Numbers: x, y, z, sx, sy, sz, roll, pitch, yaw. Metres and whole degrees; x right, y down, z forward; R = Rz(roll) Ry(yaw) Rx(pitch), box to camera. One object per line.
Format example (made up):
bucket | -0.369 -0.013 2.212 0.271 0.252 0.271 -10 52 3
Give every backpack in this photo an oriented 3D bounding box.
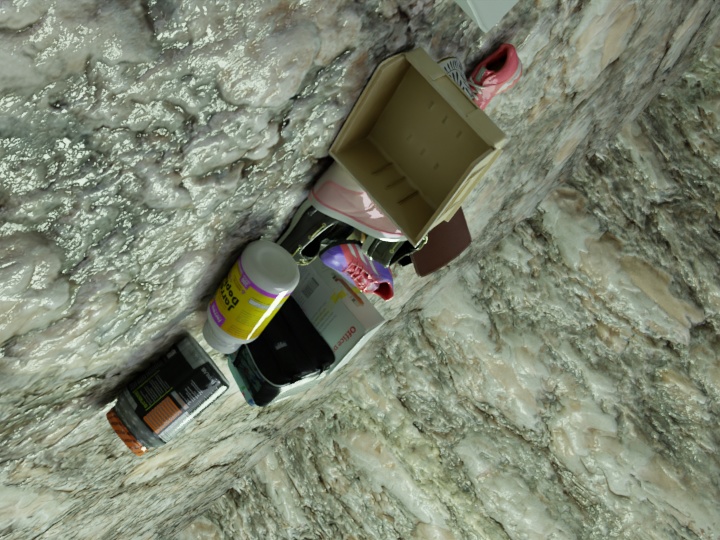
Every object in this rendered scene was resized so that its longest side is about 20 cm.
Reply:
backpack | -0.164 0.139 1.638 0.176 0.202 0.151 -18 160 -41

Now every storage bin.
storage bin | 0.083 -0.182 1.301 0.093 0.200 0.199 -32 165 -42

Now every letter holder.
letter holder | 0.134 -0.076 1.919 0.100 0.144 0.199 -9 -163 48

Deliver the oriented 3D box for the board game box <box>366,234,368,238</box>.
board game box | 0.078 -0.103 1.649 0.151 0.047 0.201 -41 159 -24

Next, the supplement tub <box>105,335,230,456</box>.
supplement tub | -0.337 0.221 1.554 0.199 0.123 0.123 -39 168 -9

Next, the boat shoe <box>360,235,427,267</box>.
boat shoe | 0.082 -0.057 1.576 0.201 0.060 0.073 -28 152 -47

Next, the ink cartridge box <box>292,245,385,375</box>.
ink cartridge box | -0.070 0.078 1.721 0.145 0.201 0.083 -48 166 31

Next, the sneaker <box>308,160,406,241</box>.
sneaker | 0.023 -0.120 1.437 0.198 0.076 0.105 20 125 -25

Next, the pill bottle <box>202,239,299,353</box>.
pill bottle | -0.189 0.050 1.474 0.104 0.104 0.201 -26 159 -53

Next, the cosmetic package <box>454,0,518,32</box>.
cosmetic package | 0.128 -0.375 0.852 0.200 0.165 0.165 -43 169 13

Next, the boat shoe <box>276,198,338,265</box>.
boat shoe | -0.099 -0.046 1.527 0.071 0.061 0.202 -27 161 -41

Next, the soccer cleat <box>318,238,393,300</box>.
soccer cleat | 0.000 0.000 1.576 0.068 0.074 0.199 -30 152 22

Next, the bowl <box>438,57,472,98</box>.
bowl | 0.123 -0.244 1.473 0.200 0.094 0.201 -40 167 -11

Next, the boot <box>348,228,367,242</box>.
boot | 0.033 -0.121 1.673 0.143 0.071 0.202 -38 163 -18

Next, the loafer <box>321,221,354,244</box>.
loafer | -0.029 -0.105 1.534 0.072 0.073 0.201 -25 159 -40

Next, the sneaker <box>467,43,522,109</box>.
sneaker | 0.203 -0.322 1.561 0.201 0.074 0.087 -48 159 -4
